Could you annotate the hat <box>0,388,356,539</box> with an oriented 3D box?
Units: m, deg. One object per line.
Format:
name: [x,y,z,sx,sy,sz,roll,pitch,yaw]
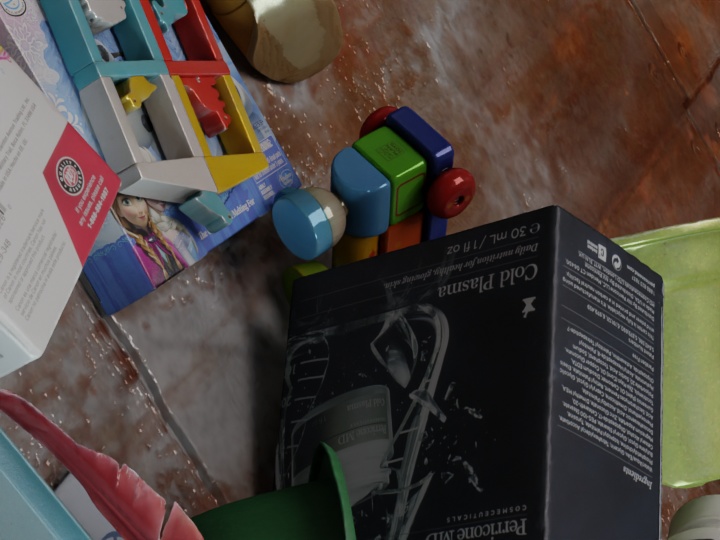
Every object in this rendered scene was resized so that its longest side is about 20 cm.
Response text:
hat: [-0.095,0.167,0.961,0.174,0.166,0.202,-3,76,-10]

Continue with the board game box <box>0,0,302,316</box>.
board game box: [-0.136,-0.099,1.131,0.200,0.043,0.200,59,29,-6]

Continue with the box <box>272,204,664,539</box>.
box: [0.061,0.093,1.102,0.124,0.199,0.198,28,56,-43]

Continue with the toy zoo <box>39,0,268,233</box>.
toy zoo: [-0.119,-0.114,1.104,0.131,0.020,0.201,-12,77,-60]

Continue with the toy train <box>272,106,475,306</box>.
toy train: [0.000,0.000,1.231,0.115,0.201,0.085,-28,55,-26]

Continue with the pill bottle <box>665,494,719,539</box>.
pill bottle: [0.254,0.259,1.397,0.112,0.111,0.201,51,33,-21]

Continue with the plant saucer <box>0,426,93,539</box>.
plant saucer: [-0.133,0.166,0.918,0.200,0.019,0.070,53,31,-15]

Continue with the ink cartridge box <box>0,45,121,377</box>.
ink cartridge box: [-0.222,-0.055,0.921,0.200,0.085,0.148,48,34,-22]

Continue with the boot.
boot: [-0.088,-0.218,1.278,0.144,0.071,0.201,57,7,28]

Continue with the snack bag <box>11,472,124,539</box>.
snack bag: [-0.125,0.212,0.932,0.189,0.021,0.200,57,30,-10]

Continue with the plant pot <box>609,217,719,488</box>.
plant pot: [0.218,0.068,1.435,0.200,0.199,0.186,-7,84,-58]
